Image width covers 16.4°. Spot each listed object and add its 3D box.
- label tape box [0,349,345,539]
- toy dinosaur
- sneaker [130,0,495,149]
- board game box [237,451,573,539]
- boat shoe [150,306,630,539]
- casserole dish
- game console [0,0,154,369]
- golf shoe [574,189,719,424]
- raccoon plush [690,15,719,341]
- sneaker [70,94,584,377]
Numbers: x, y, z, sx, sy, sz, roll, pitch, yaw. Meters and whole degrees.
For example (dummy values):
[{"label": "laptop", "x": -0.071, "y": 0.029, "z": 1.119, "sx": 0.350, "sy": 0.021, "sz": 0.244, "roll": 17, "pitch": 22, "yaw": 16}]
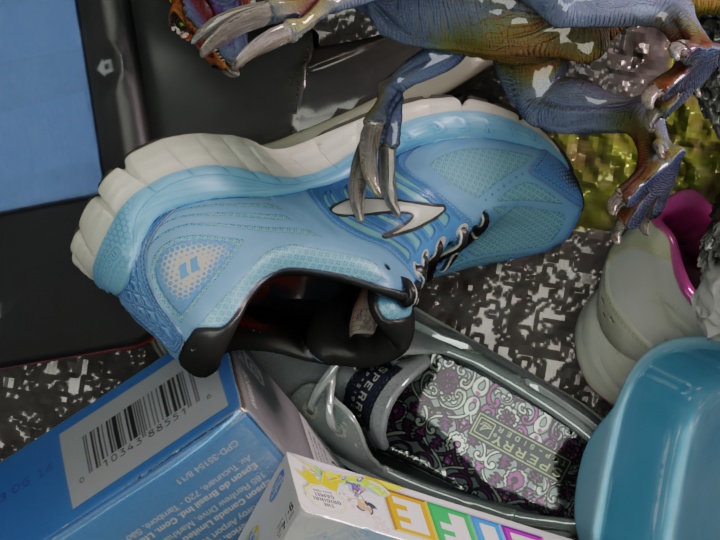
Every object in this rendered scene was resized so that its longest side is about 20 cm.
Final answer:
[{"label": "label tape box", "x": -0.052, "y": 0.135, "z": 0.911, "sx": 0.144, "sy": 0.063, "sz": 0.200, "roll": -33, "pitch": 123, "yaw": 7}, {"label": "toy dinosaur", "x": 0.031, "y": -0.084, "z": 0.826, "sx": 0.181, "sy": 0.105, "sz": 0.200, "roll": 37, "pitch": 60, "yaw": 24}, {"label": "sneaker", "x": -0.044, "y": -0.086, "z": 0.934, "sx": 0.200, "sy": 0.075, "sz": 0.106, "roll": -22, "pitch": 88, "yaw": 1}, {"label": "board game box", "x": -0.007, "y": 0.167, "z": 0.879, "sx": 0.134, "sy": 0.034, "sz": 0.200, "roll": 18, "pitch": 116, "yaw": -21}, {"label": "boat shoe", "x": 0.013, "y": 0.043, "z": 0.930, "sx": 0.201, "sy": 0.072, "sz": 0.070, "roll": 24, "pitch": 88, "yaw": 1}, {"label": "casserole dish", "x": 0.157, "y": 0.090, "z": 0.838, "sx": 0.039, "sy": 0.200, "sz": 0.121, "roll": 9, "pitch": 92, "yaw": -43}, {"label": "game console", "x": -0.160, "y": -0.060, "z": 0.924, "sx": 0.177, "sy": 0.031, "sz": 0.200, "roll": -10, "pitch": 88, "yaw": 26}, {"label": "golf shoe", "x": 0.178, "y": 0.032, "z": 0.905, "sx": 0.200, "sy": 0.092, "sz": 0.075, "roll": 17, "pitch": 46, "yaw": 6}, {"label": "raccoon plush", "x": 0.113, "y": -0.080, "z": 0.886, "sx": 0.134, "sy": 0.097, "sz": 0.200, "roll": 10, "pitch": 62, "yaw": 43}, {"label": "sneaker", "x": 0.000, "y": 0.000, "z": 0.874, "sx": 0.200, "sy": 0.078, "sz": 0.090, "roll": -12, "pitch": 54, "yaw": -34}]
